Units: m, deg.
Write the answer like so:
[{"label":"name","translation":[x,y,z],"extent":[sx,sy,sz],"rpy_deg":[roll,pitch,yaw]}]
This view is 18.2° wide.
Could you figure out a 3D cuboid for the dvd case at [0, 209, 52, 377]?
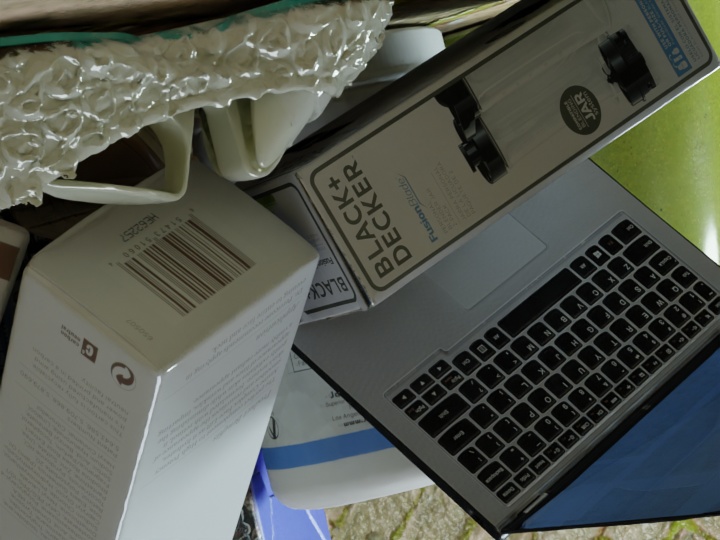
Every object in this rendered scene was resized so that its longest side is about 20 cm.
[{"label":"dvd case","translation":[-0.186,0.014,1.064],"extent":[0.198,0.144,0.018],"rpy_deg":[-14,160,-5]}]

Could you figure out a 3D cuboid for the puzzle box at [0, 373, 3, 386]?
[{"label":"puzzle box","translation":[-0.168,0.086,0.963],"extent":[0.200,0.025,0.133],"rpy_deg":[-53,-172,-6]}]

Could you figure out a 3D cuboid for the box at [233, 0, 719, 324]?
[{"label":"box","translation":[0.037,-0.053,0.926],"extent":[0.199,0.060,0.116],"rpy_deg":[-34,-171,-25]}]

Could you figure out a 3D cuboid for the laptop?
[{"label":"laptop","translation":[0.108,0.012,0.913],"extent":[0.187,0.200,0.116],"rpy_deg":[-36,159,-35]}]

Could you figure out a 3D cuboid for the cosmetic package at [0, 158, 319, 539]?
[{"label":"cosmetic package","translation":[-0.090,0.065,0.885],"extent":[0.102,0.074,0.201],"rpy_deg":[-36,155,-44]}]

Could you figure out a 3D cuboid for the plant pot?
[{"label":"plant pot","translation":[0.117,-0.027,1.156],"extent":[0.186,0.202,0.187],"rpy_deg":[-14,180,0]}]

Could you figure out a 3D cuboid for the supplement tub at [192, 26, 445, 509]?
[{"label":"supplement tub","translation":[0.000,0.000,1.044],"extent":[0.131,0.202,0.132],"rpy_deg":[-14,178,0]}]

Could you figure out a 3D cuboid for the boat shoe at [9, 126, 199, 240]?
[{"label":"boat shoe","translation":[-0.107,-0.047,0.949],"extent":[0.071,0.065,0.200],"rpy_deg":[-7,163,3]}]

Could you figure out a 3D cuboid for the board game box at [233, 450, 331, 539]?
[{"label":"board game box","translation":[-0.129,0.131,1.123],"extent":[0.198,0.098,0.159],"rpy_deg":[-14,178,9]}]

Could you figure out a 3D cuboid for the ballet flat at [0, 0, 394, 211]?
[{"label":"ballet flat","translation":[-0.065,-0.058,0.808],"extent":[0.199,0.072,0.072],"rpy_deg":[-14,180,-41]}]

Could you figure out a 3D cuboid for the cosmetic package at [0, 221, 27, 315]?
[{"label":"cosmetic package","translation":[-0.199,0.008,0.930],"extent":[0.101,0.075,0.200],"rpy_deg":[19,174,-9]}]
